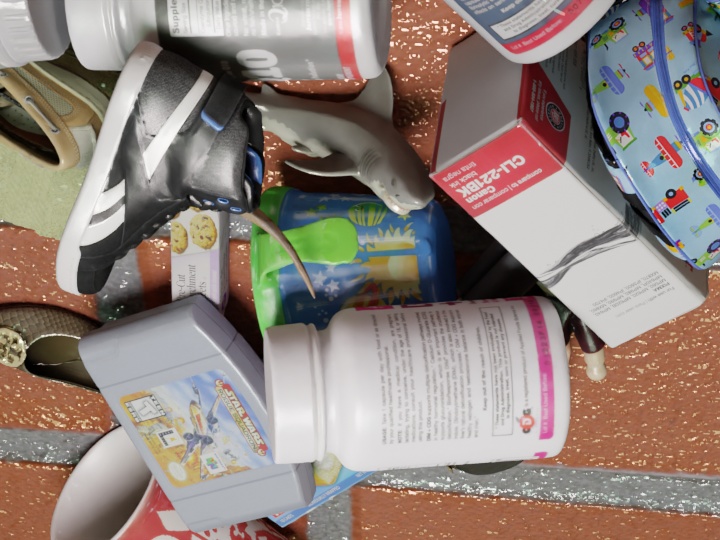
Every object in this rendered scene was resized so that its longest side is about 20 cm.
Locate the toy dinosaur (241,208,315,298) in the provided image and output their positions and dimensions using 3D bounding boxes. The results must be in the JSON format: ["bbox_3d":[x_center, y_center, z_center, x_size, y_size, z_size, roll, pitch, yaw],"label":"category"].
[{"bbox_3d":[-0.106,-0.061,1.295,0.200,0.060,0.106,29,173,46],"label":"toy dinosaur"}]

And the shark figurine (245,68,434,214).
[{"bbox_3d":[-0.024,-0.115,1.329,0.214,0.128,0.090,26,104,15],"label":"shark figurine"}]

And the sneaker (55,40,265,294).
[{"bbox_3d":[-0.126,-0.044,1.225,0.112,0.073,0.200,24,127,0],"label":"sneaker"}]

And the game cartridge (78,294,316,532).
[{"bbox_3d":[-0.123,0.117,1.489,0.133,0.042,0.200,-15,115,32],"label":"game cartridge"}]

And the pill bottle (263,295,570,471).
[{"bbox_3d":[0.036,0.079,1.290,0.200,0.113,0.113,-4,133,-7],"label":"pill bottle"}]

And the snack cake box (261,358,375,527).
[{"bbox_3d":[-0.035,0.118,1.535,0.115,0.067,0.200,38,127,-25],"label":"snack cake box"}]

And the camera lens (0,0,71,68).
[{"bbox_3d":[-0.294,-0.209,1.207,0.200,0.160,0.160,2,133,7],"label":"camera lens"}]

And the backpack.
[{"bbox_3d":[0.221,-0.111,1.192,0.134,0.200,0.183,-22,125,26],"label":"backpack"}]

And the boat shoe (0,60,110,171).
[{"bbox_3d":[-0.259,-0.127,1.276,0.200,0.076,0.072,27,127,22],"label":"boat shoe"}]

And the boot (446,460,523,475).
[{"bbox_3d":[0.045,0.124,1.415,0.200,0.078,0.138,-5,148,-4],"label":"boot"}]

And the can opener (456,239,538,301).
[{"bbox_3d":[0.099,0.024,1.397,0.066,0.053,0.200,18,141,-13],"label":"can opener"}]

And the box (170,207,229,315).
[{"bbox_3d":[-0.122,-0.041,1.419,0.041,0.039,0.200,9,133,4],"label":"box"}]

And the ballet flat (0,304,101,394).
[{"bbox_3d":[-0.219,0.079,1.541,0.200,0.046,0.067,18,132,-8],"label":"ballet flat"}]

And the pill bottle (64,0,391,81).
[{"bbox_3d":[-0.085,-0.181,1.233,0.200,0.114,0.114,0,132,9],"label":"pill bottle"}]

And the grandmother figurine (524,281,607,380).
[{"bbox_3d":[0.136,0.046,1.451,0.121,0.061,0.200,14,130,-1],"label":"grandmother figurine"}]

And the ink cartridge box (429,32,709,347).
[{"bbox_3d":[0.148,-0.066,1.283,0.084,0.144,0.200,-31,121,33],"label":"ink cartridge box"}]

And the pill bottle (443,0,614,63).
[{"bbox_3d":[0.066,-0.232,1.158,0.200,0.120,0.120,38,127,-25],"label":"pill bottle"}]

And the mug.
[{"bbox_3d":[-0.159,0.231,1.645,0.200,0.178,0.133,39,91,-31],"label":"mug"}]

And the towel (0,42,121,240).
[{"bbox_3d":[-0.226,-0.103,1.380,0.148,0.037,0.200,17,131,-7],"label":"towel"}]

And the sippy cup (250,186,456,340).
[{"bbox_3d":[0.000,0.000,1.370,0.130,0.178,0.140,-6,112,14],"label":"sippy cup"}]
